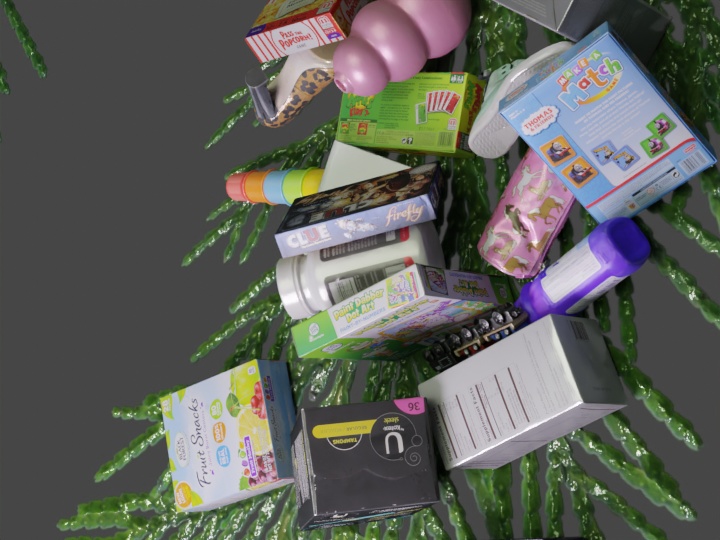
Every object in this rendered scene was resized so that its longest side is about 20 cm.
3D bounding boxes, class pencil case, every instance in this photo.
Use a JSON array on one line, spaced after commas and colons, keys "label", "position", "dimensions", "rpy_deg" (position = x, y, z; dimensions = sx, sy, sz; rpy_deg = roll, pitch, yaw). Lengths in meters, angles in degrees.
[{"label": "pencil case", "position": [0.217, -0.089, 1.627], "dimensions": [0.201, 0.086, 0.083], "rpy_deg": [-64, 10, 12]}]

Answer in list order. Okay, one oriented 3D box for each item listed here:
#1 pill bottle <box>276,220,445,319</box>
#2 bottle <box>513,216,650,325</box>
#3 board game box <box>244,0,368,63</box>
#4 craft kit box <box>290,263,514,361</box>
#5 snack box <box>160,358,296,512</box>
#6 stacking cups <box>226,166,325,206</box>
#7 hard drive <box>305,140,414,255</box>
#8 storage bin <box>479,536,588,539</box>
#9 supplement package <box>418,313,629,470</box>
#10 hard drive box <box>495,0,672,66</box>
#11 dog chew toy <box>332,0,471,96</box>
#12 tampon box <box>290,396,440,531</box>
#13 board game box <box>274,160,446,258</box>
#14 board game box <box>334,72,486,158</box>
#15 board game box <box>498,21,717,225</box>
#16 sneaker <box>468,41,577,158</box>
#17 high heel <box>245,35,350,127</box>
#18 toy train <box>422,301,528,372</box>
[{"label": "pill bottle", "position": [0.000, 0.000, 1.733], "dimensions": [0.199, 0.111, 0.111], "rpy_deg": [-14, 74, 16]}, {"label": "bottle", "position": [0.242, 0.016, 1.587], "dimensions": [0.065, 0.083, 0.200], "rpy_deg": [55, 131, 8]}, {"label": "board game box", "position": [-0.050, -0.371, 1.840], "dimensions": [0.151, 0.046, 0.200], "rpy_deg": [-9, 41, 38]}, {"label": "craft kit box", "position": [0.053, 0.055, 1.663], "dimensions": [0.200, 0.197, 0.049], "rpy_deg": [-28, 67, 33]}, {"label": "snack box", "position": [-0.179, 0.231, 1.909], "dimensions": [0.200, 0.068, 0.169], "rpy_deg": [-25, 69, 36]}, {"label": "stacking cups", "position": [-0.103, -0.113, 1.913], "dimensions": [0.199, 0.060, 0.061], "rpy_deg": [2, 85, 44]}, {"label": "hard drive", "position": [-0.004, -0.054, 1.803], "dimensions": [0.131, 0.027, 0.201], "rpy_deg": [20, 97, 12]}, {"label": "storage bin", "position": [0.169, 0.379, 1.587], "dimensions": [0.199, 0.094, 0.136], "rpy_deg": [-11, 77, 38]}, {"label": "supplement package", "position": [0.186, 0.144, 1.595], "dimensions": [0.200, 0.114, 0.110], "rpy_deg": [-31, 66, 31]}, {"label": "hard drive box", "position": [0.235, -0.308, 1.568], "dimensions": [0.156, 0.200, 0.077], "rpy_deg": [36, 105, 36]}, {"label": "dog chew toy", "position": [0.046, -0.296, 1.735], "dimensions": [0.200, 0.125, 0.124], "rpy_deg": [-44, 52, -14]}, {"label": "tampon box", "position": [-0.001, 0.233, 1.652], "dimensions": [0.200, 0.149, 0.127], "rpy_deg": [117, 146, -73]}, {"label": "board game box", "position": [0.002, -0.077, 1.717], "dimensions": [0.199, 0.136, 0.035], "rpy_deg": [-14, 109, 14]}, {"label": "board game box", "position": [0.063, -0.204, 1.790], "dimensions": [0.199, 0.048, 0.102], "rpy_deg": [8, 88, 39]}, {"label": "board game box", "position": [0.273, -0.155, 1.525], "dimensions": [0.151, 0.200, 0.037], "rpy_deg": [-35, 24, 26]}, {"label": "sneaker", "position": [0.198, -0.232, 1.631], "dimensions": [0.200, 0.074, 0.119], "rpy_deg": [-43, 25, 47]}, {"label": "high heel", "position": [-0.059, -0.267, 1.905], "dimensions": [0.199, 0.143, 0.072], "rpy_deg": [-23, 69, -3]}, {"label": "toy train", "position": [0.139, 0.085, 1.653], "dimensions": [0.046, 0.034, 0.200], "rpy_deg": [55, 146, 0]}]
